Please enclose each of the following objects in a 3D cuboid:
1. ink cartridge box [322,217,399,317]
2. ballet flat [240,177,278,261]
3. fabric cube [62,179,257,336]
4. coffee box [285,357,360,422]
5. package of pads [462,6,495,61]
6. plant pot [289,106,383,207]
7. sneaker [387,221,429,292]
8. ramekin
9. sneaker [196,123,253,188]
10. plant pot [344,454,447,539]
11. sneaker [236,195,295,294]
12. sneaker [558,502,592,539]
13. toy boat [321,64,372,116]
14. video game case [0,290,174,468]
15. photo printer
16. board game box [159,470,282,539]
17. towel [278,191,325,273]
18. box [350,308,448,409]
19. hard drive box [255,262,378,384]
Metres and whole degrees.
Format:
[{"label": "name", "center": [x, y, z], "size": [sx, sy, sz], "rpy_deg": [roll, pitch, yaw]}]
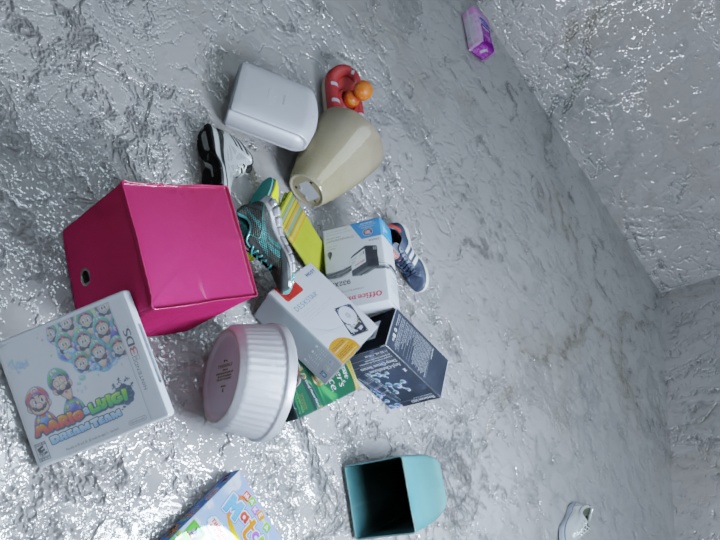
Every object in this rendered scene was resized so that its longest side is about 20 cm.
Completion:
[{"label": "ink cartridge box", "center": [0.000, 0.000, 1.372], "size": [0.084, 0.144, 0.201], "rpy_deg": [46, 35, -62]}, {"label": "ballet flat", "center": [-0.208, -0.102, 1.263], "size": [0.067, 0.066, 0.201], "rpy_deg": [46, 48, -34]}, {"label": "fabric cube", "center": [-0.319, -0.011, 0.969], "size": [0.199, 0.199, 0.198], "rpy_deg": [-5, 76, -51]}, {"label": "coffee box", "center": [-0.092, 0.217, 1.245], "size": [0.199, 0.044, 0.124], "rpy_deg": [-11, 79, -52]}, {"label": "package of pads", "center": [0.494, -0.992, 2.557], "size": [0.120, 0.075, 0.201], "rpy_deg": [18, 58, -41]}, {"label": "plant pot", "center": [-0.073, -0.246, 1.424], "size": [0.188, 0.187, 0.200], "rpy_deg": [50, 54, -20]}, {"label": "sneaker", "center": [0.108, -0.032, 1.595], "size": [0.084, 0.075, 0.201], "rpy_deg": [-6, 66, -53]}, {"label": "ramekin", "center": [-0.193, 0.183, 1.029], "size": [0.094, 0.202, 0.204], "rpy_deg": [14, 60, -32]}, {"label": "sneaker", "center": [-0.259, -0.197, 1.239], "size": [0.115, 0.075, 0.202], "rpy_deg": [9, 62, -45]}, {"label": "plant pot", "center": [0.090, 0.458, 1.265], "size": [0.199, 0.141, 0.142], "rpy_deg": [16, 59, -54]}, {"label": "sneaker", "center": [-0.187, -0.043, 1.174], "size": [0.091, 0.078, 0.201], "rpy_deg": [-13, 73, -25]}, {"label": "sneaker", "center": [0.642, 0.761, 1.811], "size": [0.073, 0.071, 0.200], "rpy_deg": [58, 38, -10]}, {"label": "toy boat", "center": [-0.022, -0.457, 1.613], "size": [0.130, 0.130, 0.201], "rpy_deg": [16, 59, -45]}, {"label": "video game case", "center": [-0.378, 0.148, 0.836], "size": [0.024, 0.199, 0.183], "rpy_deg": [20, 48, -86]}, {"label": "photo printer", "center": [-0.191, -0.360, 1.362], "size": [0.199, 0.069, 0.167], "rpy_deg": [18, 56, -19]}, {"label": "board game box", "center": [-0.228, 0.444, 0.971], "size": [0.152, 0.036, 0.200], "rpy_deg": [60, 37, -7]}, {"label": "towel", "center": [-0.127, -0.071, 1.333], "size": [0.201, 0.018, 0.086], "rpy_deg": [60, 39, -39]}, {"label": "box", "center": [0.075, 0.202, 1.367], "size": [0.200, 0.148, 0.107], "rpy_deg": [44, 43, -25]}, {"label": "hard drive box", "center": [-0.087, 0.103, 1.232], "size": [0.200, 0.077, 0.156], "rpy_deg": [42, 38, 5]}]
